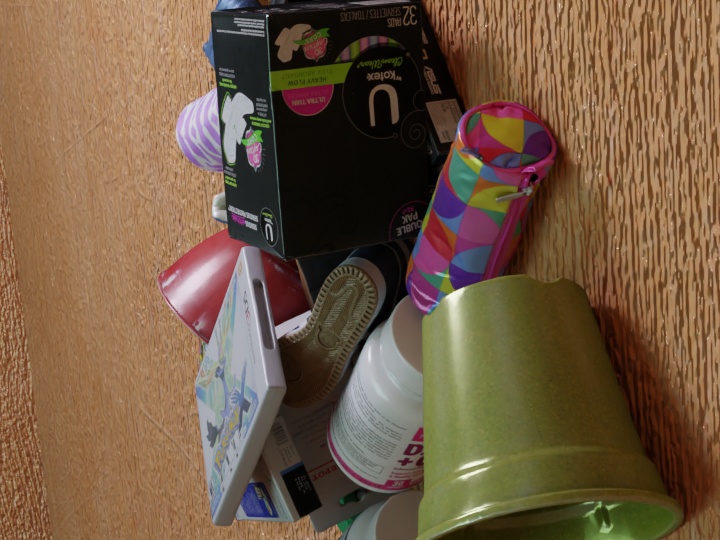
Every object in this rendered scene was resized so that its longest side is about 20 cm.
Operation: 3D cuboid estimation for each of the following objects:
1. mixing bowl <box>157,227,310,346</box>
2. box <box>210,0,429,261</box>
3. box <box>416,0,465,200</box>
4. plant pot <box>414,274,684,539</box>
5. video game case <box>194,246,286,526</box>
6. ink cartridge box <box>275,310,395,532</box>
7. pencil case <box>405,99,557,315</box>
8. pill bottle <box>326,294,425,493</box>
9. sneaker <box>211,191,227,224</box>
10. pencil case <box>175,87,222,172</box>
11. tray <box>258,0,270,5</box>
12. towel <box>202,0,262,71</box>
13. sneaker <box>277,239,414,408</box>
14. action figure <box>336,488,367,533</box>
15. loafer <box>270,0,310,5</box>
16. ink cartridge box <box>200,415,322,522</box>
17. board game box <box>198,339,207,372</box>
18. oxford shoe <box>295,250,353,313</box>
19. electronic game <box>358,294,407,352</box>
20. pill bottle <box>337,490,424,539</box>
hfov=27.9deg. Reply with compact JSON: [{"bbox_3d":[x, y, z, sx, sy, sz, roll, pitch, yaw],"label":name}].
[{"bbox_3d":[-0.109,0.022,1.577,0.109,0.199,0.200,-52,41,12],"label":"mixing bowl"},{"bbox_3d":[-0.033,-0.125,1.239,0.124,0.147,0.202,22,119,60],"label":"box"},{"bbox_3d":[0.029,-0.152,1.325,0.160,0.043,0.202,122,133,-57],"label":"box"},{"bbox_3d":[0.122,0.112,1.075,0.201,0.198,0.186,123,143,-58],"label":"plant pot"},{"bbox_3d":[-0.119,0.111,1.390,0.183,0.022,0.201,-104,28,-44],"label":"video game case"},{"bbox_3d":[-0.041,0.151,1.482,0.202,0.116,0.067,70,164,-11],"label":"ink cartridge box"},{"bbox_3d":[0.095,-0.044,1.175,0.201,0.088,0.089,107,144,-49],"label":"pencil case"},{"bbox_3d":[0.045,0.109,1.310,0.201,0.112,0.114,114,139,-53],"label":"pill bottle"},{"bbox_3d":[-0.086,-0.079,1.454,0.200,0.076,0.077,-38,51,56],"label":"sneaker"},{"bbox_3d":[-0.112,-0.155,1.460,0.085,0.084,0.199,41,155,-20],"label":"pencil case"},{"bbox_3d":[-0.072,-0.292,1.514,0.200,0.037,0.100,164,95,-67],"label":"tray"},{"bbox_3d":[-0.086,-0.195,1.509,0.201,0.048,0.112,53,147,16],"label":"towel"},{"bbox_3d":[-0.014,0.043,1.344,0.070,0.109,0.200,40,132,4],"label":"sneaker"},{"bbox_3d":[-0.020,0.217,1.577,0.118,0.054,0.202,-22,86,65],"label":"action figure"},{"bbox_3d":[-0.049,-0.236,1.348,0.072,0.073,0.201,-11,47,56],"label":"loafer"},{"bbox_3d":[-0.103,0.202,1.465,0.100,0.039,0.200,65,157,-2],"label":"ink cartridge box"},{"bbox_3d":[-0.147,0.182,1.844,0.200,0.061,0.202,-127,35,-48],"label":"board game box"},{"bbox_3d":[-0.040,-0.031,1.377,0.071,0.071,0.202,-128,28,-54],"label":"oxford shoe"},{"bbox_3d":[0.000,0.000,1.455,0.200,0.041,0.201,-126,26,-42],"label":"electronic game"},{"bbox_3d":[0.028,0.292,1.418,0.200,0.115,0.117,122,133,-57],"label":"pill bottle"}]
